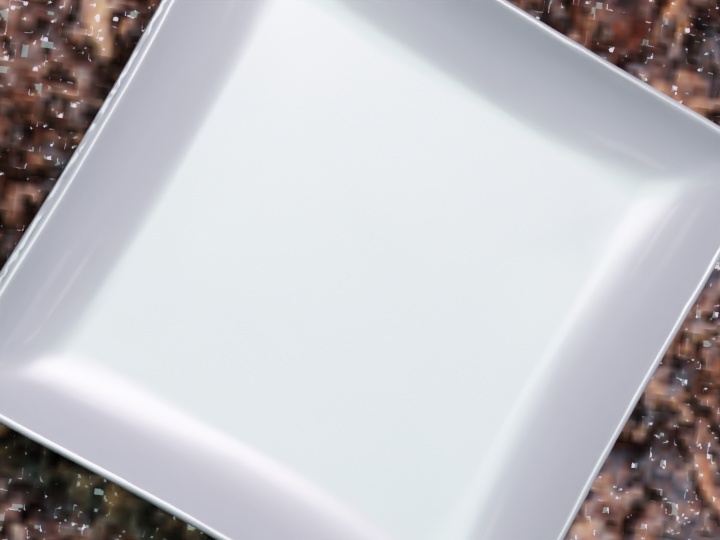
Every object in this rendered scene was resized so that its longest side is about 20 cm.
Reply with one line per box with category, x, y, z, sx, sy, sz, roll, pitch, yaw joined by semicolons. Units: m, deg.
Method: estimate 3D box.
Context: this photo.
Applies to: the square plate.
square plate;0.000;0.000;0.950;0.200;0.028;0.199;31;83;-9
